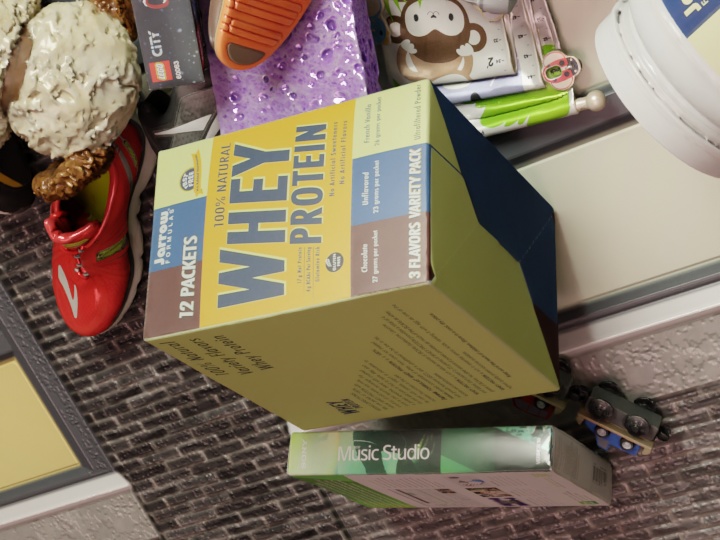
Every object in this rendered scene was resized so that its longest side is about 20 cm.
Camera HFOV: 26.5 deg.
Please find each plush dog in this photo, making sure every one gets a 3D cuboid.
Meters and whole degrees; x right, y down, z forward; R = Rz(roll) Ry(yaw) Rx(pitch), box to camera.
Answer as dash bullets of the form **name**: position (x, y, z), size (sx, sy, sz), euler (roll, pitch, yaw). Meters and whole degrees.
- **plush dog**: position (-0.232, -0.142, 1.040), size (0.171, 0.160, 0.201), euler (13, 92, -2)

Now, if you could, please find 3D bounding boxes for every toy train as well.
- **toy train**: position (0.127, 0.083, 1.102), size (0.199, 0.034, 0.046), euler (24, 126, 10)

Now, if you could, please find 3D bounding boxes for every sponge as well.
- **sponge**: position (-0.053, -0.181, 0.994), size (0.111, 0.030, 0.202), euler (-11, 88, 26)

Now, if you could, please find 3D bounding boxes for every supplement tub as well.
- **supplement tub**: position (0.243, -0.160, 0.857), size (0.145, 0.145, 0.200), euler (43, 124, -4)

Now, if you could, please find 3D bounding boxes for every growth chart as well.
- **growth chart**: position (0.060, -0.174, 1.004), size (0.144, 0.018, 0.201), euler (-18, 107, 30)

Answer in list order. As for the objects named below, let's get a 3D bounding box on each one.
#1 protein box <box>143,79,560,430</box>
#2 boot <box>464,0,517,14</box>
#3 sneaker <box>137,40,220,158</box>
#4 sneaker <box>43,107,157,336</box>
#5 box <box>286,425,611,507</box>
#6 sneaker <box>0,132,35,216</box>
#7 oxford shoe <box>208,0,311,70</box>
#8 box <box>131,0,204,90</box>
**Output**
- **protein box**: position (0.000, 0.000, 0.996), size (0.199, 0.136, 0.198), euler (-12, 153, 27)
- **boot**: position (0.063, -0.240, 0.889), size (0.095, 0.074, 0.201), euler (21, 140, 9)
- **sneaker**: position (-0.083, -0.128, 1.058), size (0.199, 0.067, 0.091), euler (-29, 105, 34)
- **sneaker**: position (-0.209, -0.032, 1.150), size (0.077, 0.085, 0.201), euler (20, 122, 13)
- **box**: position (0.067, 0.143, 1.105), size (0.199, 0.144, 0.037), euler (-6, 71, 24)
- **sneaker**: position (-0.306, -0.133, 1.145), size (0.090, 0.070, 0.200), euler (-36, 97, 36)
- **oxford shoe**: position (-0.061, -0.225, 0.951), size (0.073, 0.071, 0.201), euler (21, 95, 39)
- **box**: position (-0.135, -0.233, 0.979), size (0.037, 0.137, 0.201), euler (-10, 117, -3)
